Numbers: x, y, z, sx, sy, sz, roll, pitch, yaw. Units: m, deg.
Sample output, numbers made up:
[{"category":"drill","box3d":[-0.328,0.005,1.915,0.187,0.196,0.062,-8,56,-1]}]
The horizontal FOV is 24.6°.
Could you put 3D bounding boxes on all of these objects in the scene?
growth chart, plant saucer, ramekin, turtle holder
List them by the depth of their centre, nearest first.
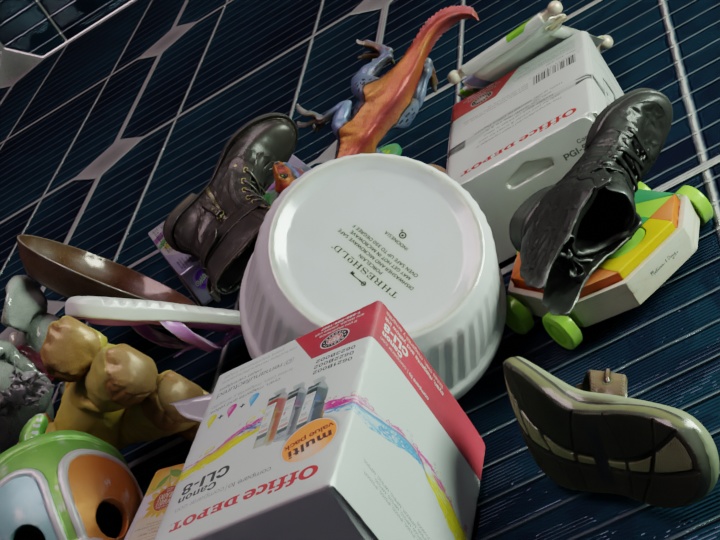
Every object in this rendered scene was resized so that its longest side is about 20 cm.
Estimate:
[{"category":"ramekin","box3d":[0.011,0.005,1.206,0.202,0.202,0.094,-46,-19,-24]},{"category":"turtle holder","box3d":[-0.253,0.219,1.291,0.185,0.141,0.132,-31,37,-8]},{"category":"growth chart","box3d":[0.158,-0.192,1.542,0.144,0.018,0.200,-31,-14,22]},{"category":"plant saucer","box3d":[-0.264,0.016,1.695,0.035,0.199,0.200,-67,22,5]}]

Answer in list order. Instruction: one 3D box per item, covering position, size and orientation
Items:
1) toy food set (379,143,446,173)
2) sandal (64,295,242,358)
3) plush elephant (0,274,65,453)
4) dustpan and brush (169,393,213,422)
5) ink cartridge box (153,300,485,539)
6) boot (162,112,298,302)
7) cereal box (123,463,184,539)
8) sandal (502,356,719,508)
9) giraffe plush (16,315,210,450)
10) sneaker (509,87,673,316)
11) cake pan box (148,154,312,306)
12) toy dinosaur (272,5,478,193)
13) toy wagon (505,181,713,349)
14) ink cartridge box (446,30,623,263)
[{"category":"toy food set","box3d":[-0.004,-0.044,1.583,0.200,0.049,0.198,-39,21,-7]},{"category":"sandal","box3d":[-0.176,0.055,1.516,0.082,0.202,0.050,-179,96,-66]},{"category":"plush elephant","box3d":[-0.344,0.101,1.650,0.199,0.165,0.155,-20,17,37]},{"category":"dustpan and brush","box3d":[-0.025,0.104,1.251,0.199,0.058,0.139,-13,-3,23]},{"category":"ink cartridge box","box3d":[-0.022,0.151,1.073,0.145,0.145,0.200,-25,25,23]},{"category":"boot","box3d":[-0.103,-0.062,1.645,0.200,0.069,0.174,-50,30,-6]},{"category":"cereal box","box3d":[-0.119,0.214,1.203,0.143,0.040,0.200,-16,33,29]},{"category":"sandal","box3d":[0.158,0.099,1.030,0.057,0.080,0.201,-26,22,-27]},{"category":"giraffe plush","box3d":[-0.239,0.143,1.436,0.200,0.172,0.163,17,76,51]},{"category":"sneaker","box3d":[0.181,-0.055,1.213,0.200,0.060,0.104,-46,21,-10]},{"category":"cake pan box","box3d":[-0.132,-0.056,1.799,0.184,0.052,0.200,-35,22,-5]},{"category":"toy dinosaur","box3d":[-0.004,-0.138,1.456,0.200,0.105,0.182,-58,1,46]},{"category":"toy wagon","box3d":[0.172,-0.012,1.267,0.155,0.040,0.200,-41,22,-15]},{"category":"ink cartridge box","box3d":[0.156,-0.109,1.430,0.146,0.083,0.200,-29,22,19]}]
